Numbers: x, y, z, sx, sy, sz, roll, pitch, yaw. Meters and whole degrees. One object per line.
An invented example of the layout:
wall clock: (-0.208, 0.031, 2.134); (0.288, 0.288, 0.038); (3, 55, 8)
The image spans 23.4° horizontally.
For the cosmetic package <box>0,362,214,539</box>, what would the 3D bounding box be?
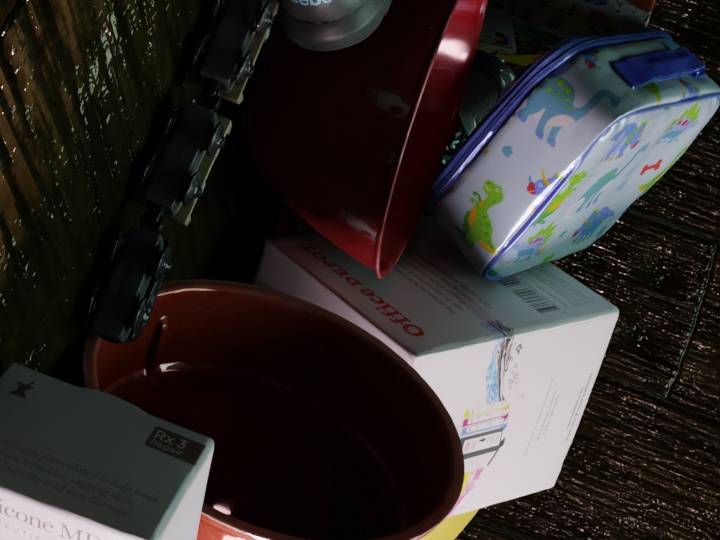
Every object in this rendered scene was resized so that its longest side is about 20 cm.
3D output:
cosmetic package: (-0.134, 0.149, 0.774); (0.074, 0.101, 0.201); (-62, 167, -50)

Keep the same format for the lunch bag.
lunch bag: (0.141, -0.081, 1.123); (0.161, 0.083, 0.200); (-50, 163, 31)

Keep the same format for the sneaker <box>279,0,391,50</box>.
sneaker: (-0.003, -0.210, 0.917); (0.079, 0.075, 0.201); (67, 26, -48)

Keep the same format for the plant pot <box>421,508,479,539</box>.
plant pot: (-0.024, 0.159, 1.283); (0.189, 0.200, 0.201); (-59, 180, 34)

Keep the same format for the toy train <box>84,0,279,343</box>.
toy train: (-0.085, -0.056, 0.858); (0.046, 0.034, 0.201); (92, 19, -76)

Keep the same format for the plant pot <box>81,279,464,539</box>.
plant pot: (-0.075, 0.142, 0.904); (0.196, 0.200, 0.201); (-66, 176, 30)

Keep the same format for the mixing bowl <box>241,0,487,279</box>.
mixing bowl: (-0.003, -0.108, 1.029); (0.200, 0.108, 0.201); (20, 90, -83)

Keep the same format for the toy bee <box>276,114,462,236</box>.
toy bee: (0.008, -0.086, 1.164); (0.200, 0.108, 0.131); (97, 17, -58)

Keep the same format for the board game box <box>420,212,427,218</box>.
board game box: (0.000, 0.000, 1.205); (0.199, 0.019, 0.103); (-22, 154, -37)

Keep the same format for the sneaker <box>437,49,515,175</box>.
sneaker: (0.047, -0.070, 1.258); (0.200, 0.077, 0.087); (-53, -168, 33)

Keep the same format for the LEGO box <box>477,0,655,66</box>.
LEGO box: (0.107, -0.212, 1.204); (0.149, 0.199, 0.078); (88, 19, -70)

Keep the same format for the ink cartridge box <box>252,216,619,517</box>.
ink cartridge box: (0.035, 0.064, 1.127); (0.199, 0.147, 0.145); (-8, 125, -43)
